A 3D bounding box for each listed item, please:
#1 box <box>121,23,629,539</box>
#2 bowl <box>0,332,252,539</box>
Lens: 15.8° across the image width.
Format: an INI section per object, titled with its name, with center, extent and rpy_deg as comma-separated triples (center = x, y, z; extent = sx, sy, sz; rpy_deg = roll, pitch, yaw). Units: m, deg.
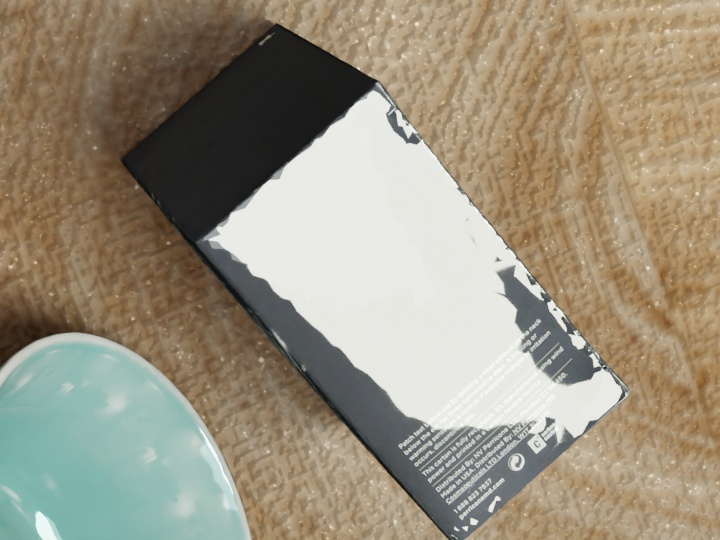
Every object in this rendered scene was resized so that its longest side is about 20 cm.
[box]
center = 0.000, 0.000, 1.167
extent = 0.104, 0.200, 0.182
rpy_deg = -40, 108, -3
[bowl]
center = -0.146, 0.140, 1.179
extent = 0.105, 0.201, 0.201
rpy_deg = -21, 111, 30
